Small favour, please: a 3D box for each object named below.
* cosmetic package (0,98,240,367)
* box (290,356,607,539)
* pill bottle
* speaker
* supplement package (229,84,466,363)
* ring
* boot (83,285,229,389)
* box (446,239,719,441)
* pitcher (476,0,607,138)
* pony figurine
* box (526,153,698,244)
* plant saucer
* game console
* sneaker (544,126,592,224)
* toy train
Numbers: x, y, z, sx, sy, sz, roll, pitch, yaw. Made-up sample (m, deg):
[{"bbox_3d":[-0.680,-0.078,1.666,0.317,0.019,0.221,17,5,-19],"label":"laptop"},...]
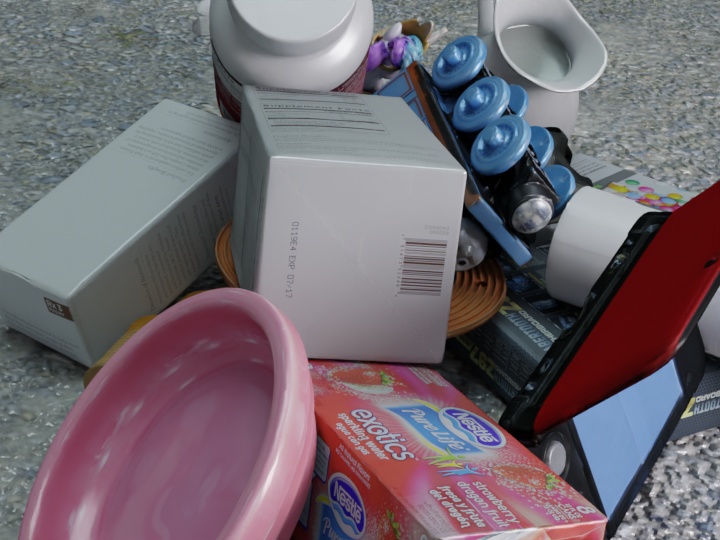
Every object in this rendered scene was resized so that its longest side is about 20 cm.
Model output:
[{"bbox_3d":[-0.159,-0.030,0.975,0.101,0.075,0.200,21,52,34],"label":"cosmetic package"},{"bbox_3d":[0.026,0.125,0.696,0.094,0.101,0.200,-2,19,-25],"label":"box"},{"bbox_3d":[-0.048,-0.158,0.967,0.111,0.114,0.200,2,-14,-4],"label":"pill bottle"},{"bbox_3d":[0.221,0.011,0.896,0.198,0.082,0.081,20,30,28],"label":"speaker"},{"bbox_3d":[-0.015,-0.036,0.830,0.108,0.115,0.200,3,19,-10],"label":"supplement package"},{"bbox_3d":[0.000,0.000,0.940,0.198,0.019,0.201,7,27,-3],"label":"ring"},{"bbox_3d":[-0.061,0.058,0.883,0.199,0.072,0.144,12,28,24],"label":"boot"},{"bbox_3d":[0.157,0.046,0.960,0.156,0.052,0.200,-10,31,-27],"label":"box"},{"bbox_3d":[0.125,-0.176,1.191,0.120,0.200,0.173,-14,70,-14],"label":"pitcher"},{"bbox_3d":[-0.037,-0.144,1.152,0.191,0.200,0.168,-13,75,-20],"label":"pony figurine"},{"bbox_3d":[0.217,-0.031,1.136,0.199,0.042,0.155,26,34,35],"label":"box"},{"bbox_3d":[-0.092,0.106,0.697,0.051,0.201,0.201,37,8,-34],"label":"plant saucer"},{"bbox_3d":[0.172,0.049,0.750,0.118,0.174,0.200,2,36,39],"label":"game console"},{"bbox_3d":[0.115,-0.091,1.085,0.089,0.067,0.200,-3,34,-24],"label":"sneaker"},{"bbox_3d":[0.072,-0.078,0.971,0.114,0.087,0.201,-37,38,16],"label":"toy train"}]
